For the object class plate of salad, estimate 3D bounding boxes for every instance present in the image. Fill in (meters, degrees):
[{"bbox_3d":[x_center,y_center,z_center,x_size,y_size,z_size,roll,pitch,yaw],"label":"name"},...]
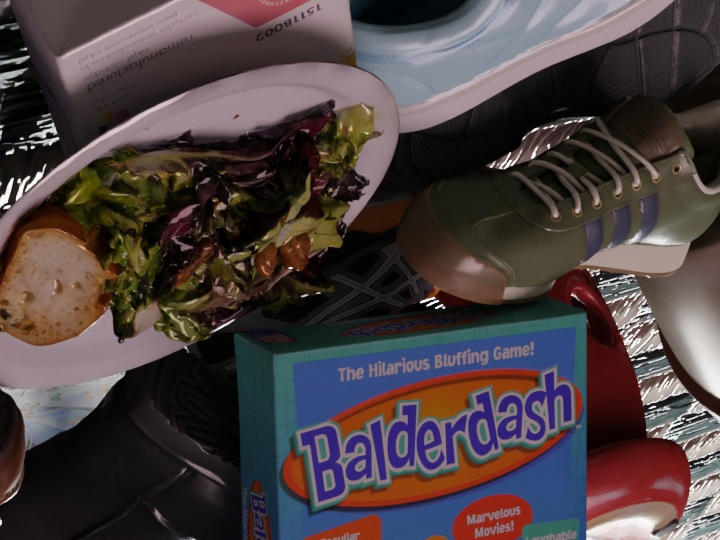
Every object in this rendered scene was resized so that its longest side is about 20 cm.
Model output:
[{"bbox_3d":[-0.066,-0.007,0.899,0.199,0.048,0.200,-27,156,-13],"label":"plate of salad"}]

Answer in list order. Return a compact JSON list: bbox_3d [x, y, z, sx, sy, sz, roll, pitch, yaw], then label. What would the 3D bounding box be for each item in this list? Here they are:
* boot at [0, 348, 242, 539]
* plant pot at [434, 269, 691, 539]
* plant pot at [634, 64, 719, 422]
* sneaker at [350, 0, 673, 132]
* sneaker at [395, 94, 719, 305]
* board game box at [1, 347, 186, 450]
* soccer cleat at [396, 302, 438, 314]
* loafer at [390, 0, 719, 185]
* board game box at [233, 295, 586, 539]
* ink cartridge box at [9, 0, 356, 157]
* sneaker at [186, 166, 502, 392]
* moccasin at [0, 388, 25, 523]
[{"bbox_3d":[-0.098,0.134,1.078,0.200,0.165,0.066,-39,-161,33],"label":"boot"},{"bbox_3d":[0.060,0.092,1.229,0.200,0.183,0.201,-23,154,-12],"label":"plant pot"},{"bbox_3d":[0.217,-0.025,1.212,0.200,0.200,0.173,-38,136,15],"label":"plant pot"},{"bbox_3d":[0.074,-0.133,0.963,0.200,0.074,0.082,-35,151,-2],"label":"sneaker"},{"bbox_3d":[0.103,-0.043,1.026,0.200,0.067,0.090,-6,139,-49],"label":"sneaker"},{"bbox_3d":[-0.115,0.045,1.118,0.199,0.035,0.136,-8,146,-40],"label":"board game box"},{"bbox_3d":[0.048,0.103,1.081,0.073,0.068,0.201,-13,115,-20],"label":"soccer cleat"},{"bbox_3d":[0.083,-0.101,1.062,0.199,0.063,0.072,-22,127,-27],"label":"loafer"},{"bbox_3d":[0.024,0.119,1.000,0.151,0.045,0.201,-7,103,-25],"label":"board game box"},{"bbox_3d":[-0.064,-0.078,0.914,0.116,0.068,0.200,-27,155,-9],"label":"ink cartridge box"},{"bbox_3d":[0.000,0.000,1.081,0.199,0.078,0.078,-19,-165,-20],"label":"sneaker"},{"bbox_3d":[-0.186,0.087,0.960,0.073,0.078,0.201,-9,-177,-29],"label":"moccasin"}]
